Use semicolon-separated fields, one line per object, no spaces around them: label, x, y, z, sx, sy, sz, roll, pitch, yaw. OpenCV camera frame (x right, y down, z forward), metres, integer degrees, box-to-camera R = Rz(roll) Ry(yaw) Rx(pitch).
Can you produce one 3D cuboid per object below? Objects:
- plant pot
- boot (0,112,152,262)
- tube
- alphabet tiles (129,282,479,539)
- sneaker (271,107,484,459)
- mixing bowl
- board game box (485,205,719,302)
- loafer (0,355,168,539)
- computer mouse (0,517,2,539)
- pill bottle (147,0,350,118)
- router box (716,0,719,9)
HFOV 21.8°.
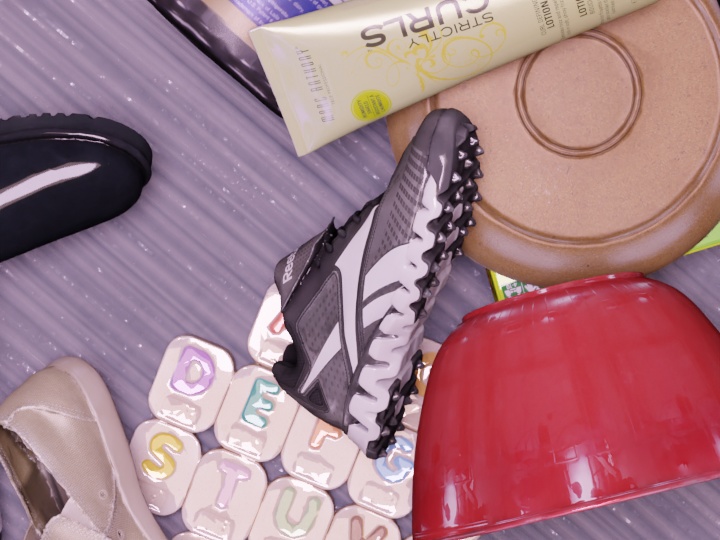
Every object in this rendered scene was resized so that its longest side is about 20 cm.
plant pot;0.111;-0.090;0.960;0.198;0.027;0.202;0;91;1
boot;-0.205;0.013;0.956;0.198;0.077;0.170;-5;62;7
tube;0.049;-0.121;0.922;0.198;0.052;0.059;-20;84;2
alphabet tiles;-0.029;0.116;1.020;0.198;0.015;0.197;23;91;1
sneaker;0.000;0.000;0.951;0.090;0.067;0.201;24;123;12
mixing bowl;0.108;0.065;0.932;0.198;0.200;0.109;-14;82;1
board game box;0.154;-0.056;0.996;0.198;0.048;0.103;-17;91;1
loafer;-0.144;0.148;0.985;0.068;0.076;0.201;-18;81;-34
computer mouse;-0.256;0.151;1.009;0.139;0.046;0.202;-8;90;7
pill bottle;-0.012;-0.186;0.964;0.112;0.112;0.200;41;91;0
router box;0.281;-0.082;0.958;0.156;0.052;0.202;-19;91;-30
